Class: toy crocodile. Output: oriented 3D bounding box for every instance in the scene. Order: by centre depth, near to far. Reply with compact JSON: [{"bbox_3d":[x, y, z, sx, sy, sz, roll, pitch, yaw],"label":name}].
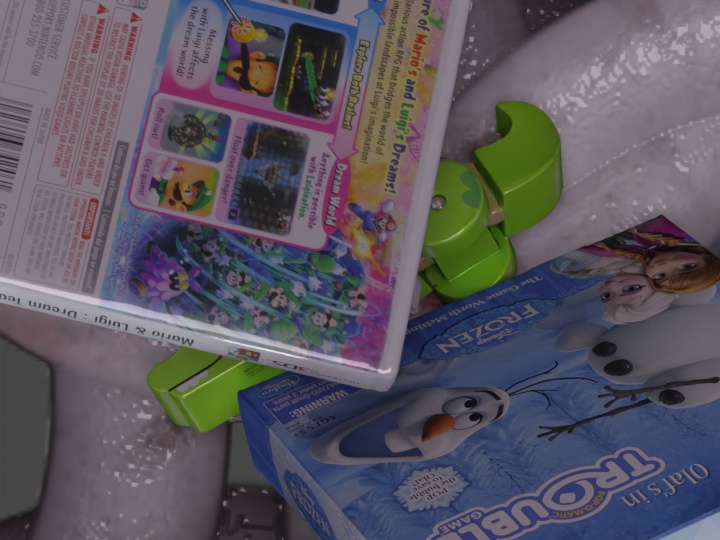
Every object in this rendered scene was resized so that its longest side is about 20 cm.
[{"bbox_3d":[0.000,0.000,1.195,0.200,0.068,0.062,-33,59,1],"label":"toy crocodile"}]

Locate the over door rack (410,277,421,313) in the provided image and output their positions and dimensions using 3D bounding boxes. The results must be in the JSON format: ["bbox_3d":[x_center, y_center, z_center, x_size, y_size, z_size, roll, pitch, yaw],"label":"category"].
[{"bbox_3d":[-0.069,-0.070,1.154,0.199,0.067,0.148,5,68,8],"label":"over door rack"}]

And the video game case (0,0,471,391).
[{"bbox_3d":[-0.057,-0.067,1.114,0.182,0.024,0.201,13,67,-4],"label":"video game case"}]

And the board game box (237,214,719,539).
[{"bbox_3d":[0.081,0.066,1.111,0.200,0.199,0.043,-23,122,-16],"label":"board game box"}]
